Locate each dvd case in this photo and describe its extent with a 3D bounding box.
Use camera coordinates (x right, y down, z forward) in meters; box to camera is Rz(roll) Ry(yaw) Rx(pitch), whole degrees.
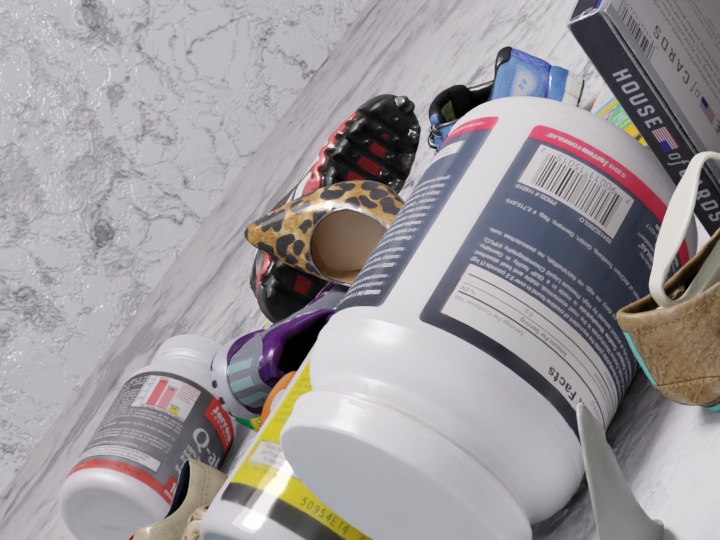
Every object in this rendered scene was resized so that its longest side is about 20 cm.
[{"bbox_3d":[0.171,-0.121,0.759,0.025,0.151,0.201,-19,30,39],"label":"dvd case"}]

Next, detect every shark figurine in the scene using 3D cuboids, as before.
[{"bbox_3d":[0.033,0.160,0.610,0.215,0.089,0.128,-48,13,29],"label":"shark figurine"}]

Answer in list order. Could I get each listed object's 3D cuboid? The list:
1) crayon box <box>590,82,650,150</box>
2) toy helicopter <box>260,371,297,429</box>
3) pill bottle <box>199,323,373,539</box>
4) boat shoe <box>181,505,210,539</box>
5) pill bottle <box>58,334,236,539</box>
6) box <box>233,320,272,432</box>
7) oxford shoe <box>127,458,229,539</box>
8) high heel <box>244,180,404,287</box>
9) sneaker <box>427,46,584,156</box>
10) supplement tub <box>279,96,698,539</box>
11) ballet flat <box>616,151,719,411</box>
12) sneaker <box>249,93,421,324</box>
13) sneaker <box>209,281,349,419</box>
[{"bbox_3d":[0.186,-0.104,0.899,0.126,0.051,0.201,-39,16,50],"label":"crayon box"},{"bbox_3d":[-0.025,0.157,0.947,0.132,0.079,0.201,-11,52,60],"label":"toy helicopter"},{"bbox_3d":[0.010,0.089,0.850,0.201,0.114,0.114,-57,12,-22],"label":"pill bottle"},{"bbox_3d":[-0.094,0.189,1.082,0.201,0.064,0.071,-53,11,-6],"label":"boat shoe"},{"bbox_3d":[-0.179,0.157,1.397,0.116,0.116,0.201,-42,15,42],"label":"pill bottle"},{"bbox_3d":[-0.031,0.039,1.277,0.200,0.048,0.118,-49,18,37],"label":"box"},{"bbox_3d":[-0.152,0.232,1.157,0.070,0.075,0.201,-36,20,51],"label":"oxford shoe"},{"bbox_3d":[0.000,0.000,1.039,0.143,0.198,0.072,-63,-29,-57],"label":"high heel"},{"bbox_3d":[0.083,-0.096,1.183,0.200,0.089,0.079,-52,9,37],"label":"sneaker"},{"bbox_3d":[0.063,0.030,0.745,0.201,0.140,0.140,-57,12,-25],"label":"supplement tub"},{"bbox_3d":[0.178,-0.036,0.664,0.200,0.072,0.068,-52,10,-2],"label":"ballet flat"},{"bbox_3d":[-0.026,-0.049,1.195,0.201,0.071,0.098,-60,20,-7],"label":"sneaker"},{"bbox_3d":[-0.008,0.045,1.092,0.199,0.075,0.087,-31,6,-37],"label":"sneaker"}]
